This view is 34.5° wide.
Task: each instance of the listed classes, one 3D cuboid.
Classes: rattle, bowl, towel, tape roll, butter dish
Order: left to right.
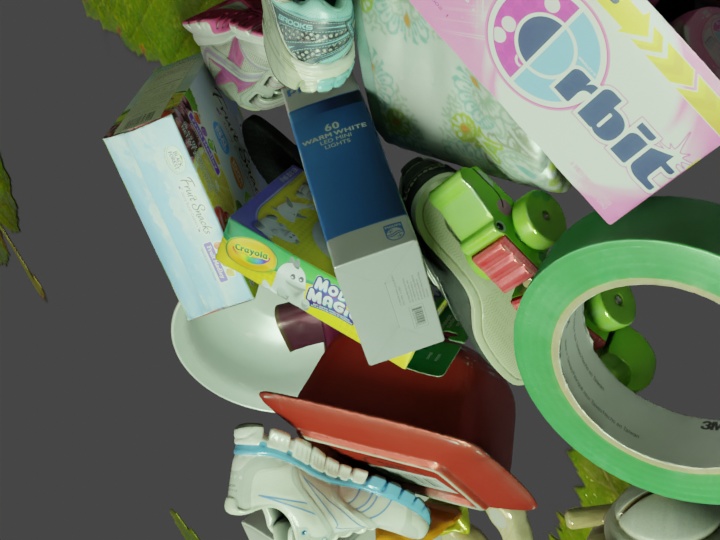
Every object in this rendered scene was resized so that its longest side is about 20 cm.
[{"bbox_3d":[-0.076,0.040,1.114,0.199,0.091,0.202,3,133,3],"label":"bowl"},{"bbox_3d":[0.050,0.101,0.964,0.199,0.149,0.200,9,159,28],"label":"butter dish"},{"bbox_3d":[0.060,-0.157,0.770,0.171,0.048,0.201,26,140,46],"label":"towel"},{"bbox_3d":[0.087,0.284,1.102,0.129,0.143,0.201,24,135,19],"label":"rattle"},{"bbox_3d":[0.192,0.052,0.699,0.199,0.048,0.201,20,135,21],"label":"tape roll"}]

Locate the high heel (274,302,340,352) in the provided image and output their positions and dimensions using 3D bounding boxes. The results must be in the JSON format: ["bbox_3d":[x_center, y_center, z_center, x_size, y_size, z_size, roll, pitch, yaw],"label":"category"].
[{"bbox_3d":[0.004,0.090,1.049,0.068,0.095,0.201,-93,-20,-45],"label":"high heel"}]

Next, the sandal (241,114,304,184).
[{"bbox_3d":[-0.020,-0.071,1.011,0.199,0.045,0.075,37,155,8],"label":"sandal"}]

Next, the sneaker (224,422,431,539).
[{"bbox_3d":[-0.030,0.199,0.954,0.199,0.087,0.075,27,159,-26],"label":"sneaker"}]

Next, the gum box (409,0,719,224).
[{"bbox_3d":[0.116,-0.139,0.622,0.200,0.066,0.113,48,142,0],"label":"gum box"}]

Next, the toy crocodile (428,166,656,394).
[{"bbox_3d":[0.124,0.010,0.783,0.200,0.062,0.067,46,136,-15],"label":"toy crocodile"}]

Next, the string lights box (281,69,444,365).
[{"bbox_3d":[0.000,-0.044,0.827,0.201,0.059,0.103,-108,0,-45],"label":"string lights box"}]

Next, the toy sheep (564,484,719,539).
[{"bbox_3d":[0.216,0.213,0.815,0.137,0.137,0.201,24,133,47],"label":"toy sheep"}]

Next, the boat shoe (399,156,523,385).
[{"bbox_3d":[0.089,0.001,0.863,0.201,0.072,0.068,57,172,-29],"label":"boat shoe"}]

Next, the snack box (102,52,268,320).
[{"bbox_3d":[-0.136,-0.081,0.995,0.200,0.067,0.170,-87,-23,-64],"label":"snack box"}]

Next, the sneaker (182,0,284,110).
[{"bbox_3d":[-0.070,-0.176,0.940,0.200,0.081,0.089,23,140,60],"label":"sneaker"}]

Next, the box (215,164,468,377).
[{"bbox_3d":[0.000,0.000,0.909,0.199,0.117,0.049,31,124,8],"label":"box"}]

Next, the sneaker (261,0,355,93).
[{"bbox_3d":[-0.048,-0.228,0.814,0.201,0.077,0.086,64,157,23],"label":"sneaker"}]

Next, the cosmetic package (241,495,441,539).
[{"bbox_3d":[0.009,0.322,1.235,0.165,0.164,0.201,9,125,56],"label":"cosmetic package"}]
